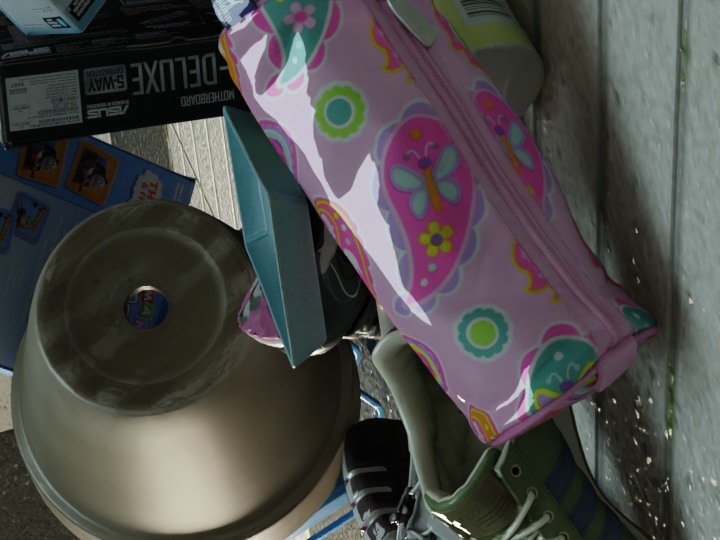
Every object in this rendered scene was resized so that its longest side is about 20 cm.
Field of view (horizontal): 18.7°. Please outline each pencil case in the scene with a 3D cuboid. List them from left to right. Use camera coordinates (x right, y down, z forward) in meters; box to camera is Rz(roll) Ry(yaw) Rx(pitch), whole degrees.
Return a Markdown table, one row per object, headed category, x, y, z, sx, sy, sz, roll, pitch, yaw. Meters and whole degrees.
| category | x | y | z | sx | sy | sz | roll | pitch | yaw |
| --- | --- | --- | --- | --- | --- | --- | --- | --- | --- |
| pencil case | 0.028 | -0.034 | 0.823 | 0.201 | 0.087 | 0.087 | 58 | 167 | 2 |

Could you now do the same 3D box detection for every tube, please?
| category | x | y | z | sx | sy | sz | roll | pitch | yaw |
| --- | --- | --- | --- | --- | --- | --- | --- | --- | --- |
| tube | 0.019 | -0.142 | 0.934 | 0.058 | 0.052 | 0.201 | 90 | 161 | -51 |

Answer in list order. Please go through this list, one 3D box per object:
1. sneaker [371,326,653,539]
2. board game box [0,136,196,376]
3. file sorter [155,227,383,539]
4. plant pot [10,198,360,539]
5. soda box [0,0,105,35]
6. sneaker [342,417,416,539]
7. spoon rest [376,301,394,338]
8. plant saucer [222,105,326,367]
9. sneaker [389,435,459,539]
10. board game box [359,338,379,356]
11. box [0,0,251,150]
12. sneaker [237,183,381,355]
| category | x | y | z | sx | sy | sz | roll | pitch | yaw |
| --- | --- | --- | --- | --- | --- | --- | --- | --- | --- |
| sneaker | 0.063 | 0.101 | 0.877 | 0.067 | 0.090 | 0.201 | -36 | 67 | 31 |
| board game box | -0.200 | -0.015 | 1.289 | 0.036 | 0.199 | 0.152 | 4 | 75 | 49 |
| file sorter | -0.058 | 0.103 | 1.354 | 0.123 | 0.138 | 0.201 | 35 | -154 | -51 |
| plant pot | -0.102 | 0.047 | 1.181 | 0.174 | 0.199 | 0.201 | 83 | 168 | -70 |
| soda box | -0.127 | -0.219 | 1.146 | 0.068 | 0.201 | 0.063 | 45 | 159 | -30 |
| sneaker | 0.024 | 0.182 | 1.185 | 0.116 | 0.075 | 0.201 | -65 | 35 | 34 |
| spoon rest | 0.034 | -0.005 | 0.973 | 0.060 | 0.099 | 0.201 | 6 | 122 | 31 |
| plant saucer | -0.037 | -0.021 | 0.921 | 0.200 | 0.019 | 0.070 | -118 | 19 | -74 |
| sneaker | 0.046 | 0.123 | 1.068 | 0.075 | 0.081 | 0.201 | 114 | 141 | -72 |
| board game box | -0.026 | -0.045 | 1.260 | 0.136 | 0.034 | 0.200 | 68 | 172 | -24 |
| box | -0.117 | -0.129 | 1.221 | 0.158 | 0.199 | 0.050 | -129 | 33 | -62 |
| sneaker | 0.000 | 0.000 | 1.051 | 0.081 | 0.086 | 0.200 | -58 | 6 | 15 |
